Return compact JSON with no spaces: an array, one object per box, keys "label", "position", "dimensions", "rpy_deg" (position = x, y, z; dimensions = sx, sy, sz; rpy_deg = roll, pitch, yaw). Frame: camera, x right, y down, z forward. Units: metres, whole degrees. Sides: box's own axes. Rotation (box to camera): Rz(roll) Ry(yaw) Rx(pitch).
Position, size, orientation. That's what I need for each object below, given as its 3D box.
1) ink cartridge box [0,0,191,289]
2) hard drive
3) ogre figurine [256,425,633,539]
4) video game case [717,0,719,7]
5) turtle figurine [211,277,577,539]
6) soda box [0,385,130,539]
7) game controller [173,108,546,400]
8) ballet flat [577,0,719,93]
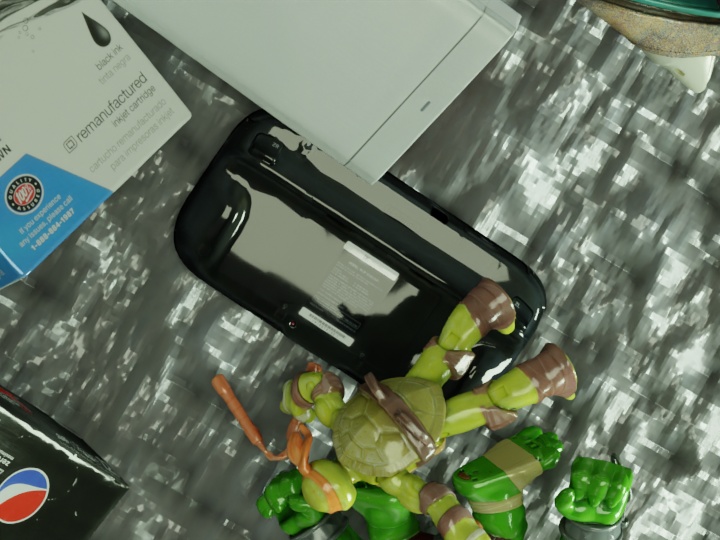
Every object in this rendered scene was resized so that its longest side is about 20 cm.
[{"label":"ink cartridge box","position":[-0.207,-0.104,1.456],"dimensions":[0.200,0.084,0.146],"rpy_deg":[51,56,-12]},{"label":"hard drive","position":[-0.036,-0.143,1.468],"dimensions":[0.200,0.027,0.132],"rpy_deg":[36,130,-11]},{"label":"ogre figurine","position":[0.051,0.156,1.549],"dimensions":[0.200,0.098,0.120],"rpy_deg":[-12,114,2]},{"label":"video game case","position":[0.233,-0.221,1.477],"dimensions":[0.200,0.036,0.182],"rpy_deg":[-47,128,-34]},{"label":"turtle figurine","position":[0.020,0.072,1.500],"dimensions":[0.161,0.200,0.064],"rpy_deg":[-38,140,-13]},{"label":"soda box","position":[-0.209,0.085,1.468],"dimensions":[0.071,0.063,0.200],"rpy_deg":[-50,138,0]},{"label":"game controller","position":[0.000,0.000,1.561],"dimensions":[0.200,0.042,0.104],"rpy_deg":[33,106,-11]},{"label":"ballet flat","position":[0.205,-0.128,1.560],"dimensions":[0.199,0.068,0.067],"rpy_deg":[3,124,-7]}]
